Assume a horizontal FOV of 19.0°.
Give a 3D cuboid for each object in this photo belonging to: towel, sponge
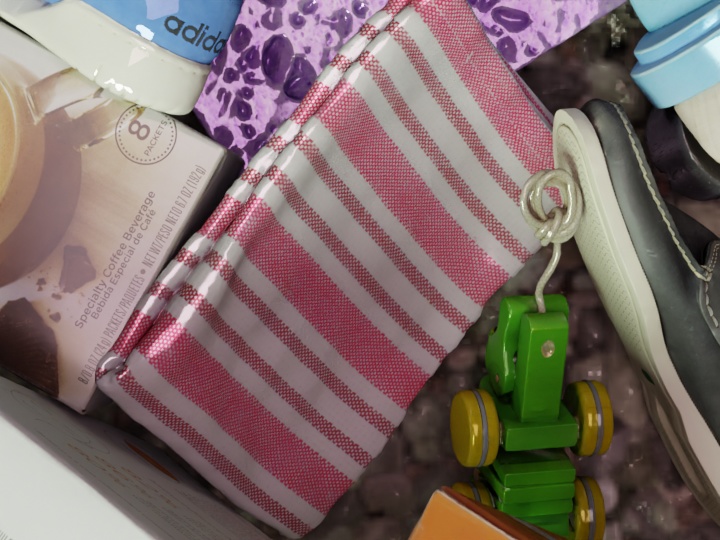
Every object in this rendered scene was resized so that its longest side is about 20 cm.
[{"bbox_3d":[0.000,0.000,0.824,0.200,0.030,0.146,-52,138,-6],"label":"towel"},{"bbox_3d":[0.017,-0.116,0.871,0.200,0.030,0.112,-33,95,-4],"label":"sponge"}]

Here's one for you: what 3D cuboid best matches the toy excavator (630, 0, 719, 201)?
[{"bbox_3d":[0.154,-0.159,0.840,0.194,0.100,0.200,-43,101,-30],"label":"toy excavator"}]

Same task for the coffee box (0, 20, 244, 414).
[{"bbox_3d":[-0.159,-0.044,0.818,0.199,0.080,0.113,29,90,2],"label":"coffee box"}]

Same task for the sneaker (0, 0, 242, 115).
[{"bbox_3d":[-0.121,-0.151,0.784,0.200,0.077,0.112,32,100,17],"label":"sneaker"}]

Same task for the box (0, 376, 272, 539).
[{"bbox_3d":[-0.091,0.126,0.759,0.152,0.200,0.107,34,88,26],"label":"box"}]

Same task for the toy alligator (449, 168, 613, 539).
[{"bbox_3d":[0.065,0.049,0.855,0.059,0.054,0.201,-3,109,-14],"label":"toy alligator"}]

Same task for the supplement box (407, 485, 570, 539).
[{"bbox_3d":[0.081,0.140,0.805,0.069,0.200,0.067,28,90,33],"label":"supplement box"}]

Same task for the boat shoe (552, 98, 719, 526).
[{"bbox_3d":[0.133,0.012,0.853,0.067,0.072,0.200,-30,113,-3],"label":"boat shoe"}]
